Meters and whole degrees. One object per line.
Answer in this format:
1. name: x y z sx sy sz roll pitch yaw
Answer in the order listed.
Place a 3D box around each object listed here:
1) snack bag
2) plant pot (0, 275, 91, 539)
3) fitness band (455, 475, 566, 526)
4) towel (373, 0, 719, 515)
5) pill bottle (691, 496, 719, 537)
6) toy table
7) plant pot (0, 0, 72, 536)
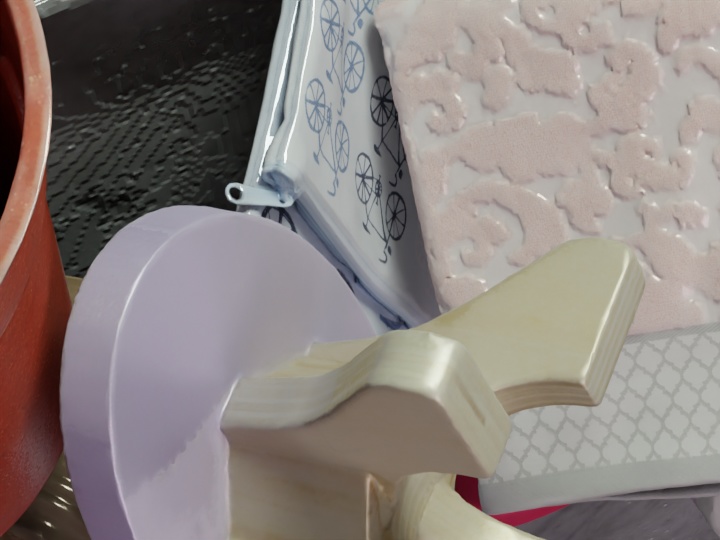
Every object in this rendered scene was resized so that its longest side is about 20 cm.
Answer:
1. snack bag: 0.000 0.000 0.960 0.021 0.201 0.189 4 159 24
2. plant pot: -0.118 0.110 0.969 0.201 0.201 0.093 -49 -177 28
3. fitness band: 0.075 0.055 1.234 0.143 0.037 0.200 -26 149 -2
4. towel: 0.114 -0.016 0.916 0.199 0.192 0.032 -8 -170 21
5. pill bottle: 0.134 -0.004 1.029 0.112 0.200 0.112 -22 149 -14
6. toy table: 0.005 0.065 0.836 0.200 0.117 0.184 38 65 -57
7. plant pot: -0.170 0.001 0.796 0.200 0.201 0.195 -27 157 -6
